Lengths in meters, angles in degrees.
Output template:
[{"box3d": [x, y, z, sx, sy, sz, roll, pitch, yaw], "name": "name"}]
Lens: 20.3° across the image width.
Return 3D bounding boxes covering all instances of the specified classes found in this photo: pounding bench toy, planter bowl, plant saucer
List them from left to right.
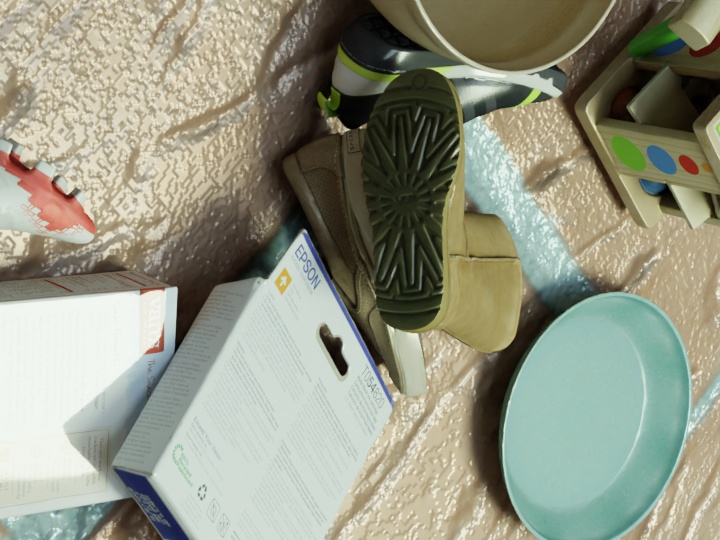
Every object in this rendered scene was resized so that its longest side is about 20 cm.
[{"box3d": [0.063, -0.234, 1.310, 0.199, 0.134, 0.202, -9, 105, -36], "name": "planter bowl"}, {"box3d": [0.172, 0.112, 1.536, 0.199, 0.036, 0.202, -10, 106, -37], "name": "plant saucer"}, {"box3d": [0.240, -0.134, 1.456, 0.124, 0.155, 0.201, -46, 123, -19], "name": "pounding bench toy"}]

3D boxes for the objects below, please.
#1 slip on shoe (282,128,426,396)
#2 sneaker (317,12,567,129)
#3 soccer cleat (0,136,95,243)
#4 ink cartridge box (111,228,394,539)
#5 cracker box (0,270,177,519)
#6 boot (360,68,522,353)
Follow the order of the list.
[{"box3d": [0.000, 0.000, 1.365, 0.060, 0.076, 0.201, -13, 123, 6], "name": "slip on shoe"}, {"box3d": [0.052, -0.127, 1.384, 0.199, 0.072, 0.083, 2, 124, -37], "name": "sneaker"}, {"box3d": [-0.245, -0.049, 1.162, 0.199, 0.069, 0.086, 29, 91, -35], "name": "soccer cleat"}, {"box3d": [-0.064, 0.106, 1.311, 0.201, 0.040, 0.200, -59, 142, -30], "name": "ink cartridge box"}, {"box3d": [-0.209, 0.077, 1.218, 0.199, 0.057, 0.135, -5, 104, -36], "name": "cracker box"}, {"box3d": [0.060, -0.035, 1.356, 0.200, 0.065, 0.177, 9, 86, -70], "name": "boot"}]
